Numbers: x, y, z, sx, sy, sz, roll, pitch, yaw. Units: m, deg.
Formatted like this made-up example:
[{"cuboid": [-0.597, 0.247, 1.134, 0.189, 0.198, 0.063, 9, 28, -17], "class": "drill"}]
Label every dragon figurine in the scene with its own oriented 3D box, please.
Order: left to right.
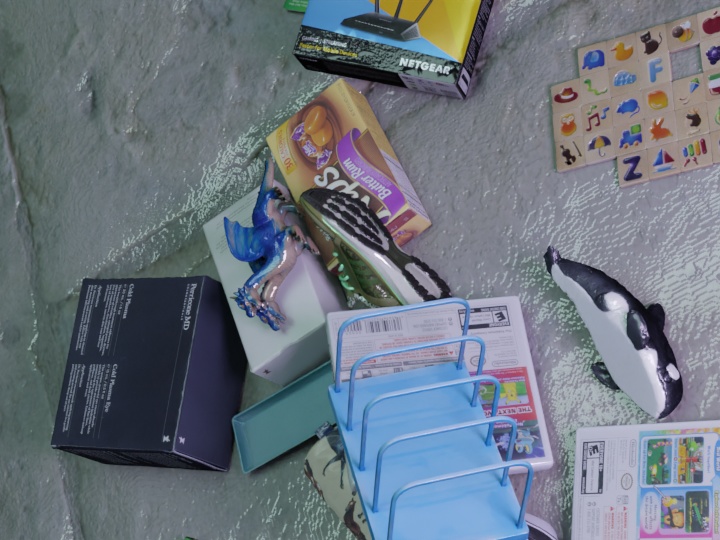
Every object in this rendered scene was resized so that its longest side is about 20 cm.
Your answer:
[{"cuboid": [-0.107, -0.035, 1.699, 0.099, 0.059, 0.201, -31, 59, 13], "class": "dragon figurine"}]

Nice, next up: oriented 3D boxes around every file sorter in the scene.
[{"cuboid": [0.062, 0.140, 1.445, 0.138, 0.123, 0.201, -9, 50, -12], "class": "file sorter"}]

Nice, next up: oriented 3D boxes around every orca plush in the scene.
[{"cuboid": [0.256, 0.052, 1.548, 0.200, 0.071, 0.106, 46, 144, 40], "class": "orca plush"}]

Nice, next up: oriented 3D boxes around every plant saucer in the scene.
[{"cuboid": [-0.055, 0.148, 1.714, 0.199, 0.019, 0.070, -32, 57, 28], "class": "plant saucer"}]

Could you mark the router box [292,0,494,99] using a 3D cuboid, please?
[{"cuboid": [0.040, -0.283, 1.779, 0.199, 0.051, 0.150, 13, 79, 21], "class": "router box"}]

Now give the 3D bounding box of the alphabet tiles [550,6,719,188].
[{"cuboid": [0.287, -0.168, 1.629, 0.199, 0.008, 0.169, -14, 66, 29], "class": "alphabet tiles"}]

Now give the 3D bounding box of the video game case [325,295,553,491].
[{"cuboid": [0.075, 0.117, 1.565, 0.198, 0.023, 0.183, -5, 63, -10], "class": "video game case"}]

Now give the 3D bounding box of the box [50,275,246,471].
[{"cuboid": [-0.231, 0.115, 1.799, 0.181, 0.104, 0.202, -1, 72, 34], "class": "box"}]

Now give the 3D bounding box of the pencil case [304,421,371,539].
[{"cuboid": [0.025, 0.234, 1.604, 0.200, 0.078, 0.090, 46, 112, 36], "class": "pencil case"}]

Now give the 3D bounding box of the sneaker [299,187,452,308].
[{"cuboid": [0.000, 0.000, 1.674, 0.200, 0.077, 0.089, 45, 118, 2], "class": "sneaker"}]

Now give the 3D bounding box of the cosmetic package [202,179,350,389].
[{"cuboid": [-0.087, 0.015, 1.756, 0.107, 0.085, 0.201, -32, 59, 18], "class": "cosmetic package"}]

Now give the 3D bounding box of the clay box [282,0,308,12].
[{"cuboid": [-0.029, -0.403, 1.898, 0.114, 0.048, 0.201, 12, 79, 35], "class": "clay box"}]

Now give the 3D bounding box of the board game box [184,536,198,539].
[{"cuboid": [-0.179, 0.396, 1.710, 0.104, 0.023, 0.201, 15, 82, 38], "class": "board game box"}]

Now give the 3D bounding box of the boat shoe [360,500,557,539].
[{"cuboid": [0.095, 0.249, 1.488, 0.074, 0.198, 0.068, -61, 12, 20], "class": "boat shoe"}]

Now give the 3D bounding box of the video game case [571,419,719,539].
[{"cuboid": [0.280, 0.239, 1.471, 0.181, 0.024, 0.202, -7, 68, 31], "class": "video game case"}]

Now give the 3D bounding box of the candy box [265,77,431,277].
[{"cuboid": [-0.016, -0.099, 1.770, 0.116, 0.056, 0.201, -36, 55, 16], "class": "candy box"}]
